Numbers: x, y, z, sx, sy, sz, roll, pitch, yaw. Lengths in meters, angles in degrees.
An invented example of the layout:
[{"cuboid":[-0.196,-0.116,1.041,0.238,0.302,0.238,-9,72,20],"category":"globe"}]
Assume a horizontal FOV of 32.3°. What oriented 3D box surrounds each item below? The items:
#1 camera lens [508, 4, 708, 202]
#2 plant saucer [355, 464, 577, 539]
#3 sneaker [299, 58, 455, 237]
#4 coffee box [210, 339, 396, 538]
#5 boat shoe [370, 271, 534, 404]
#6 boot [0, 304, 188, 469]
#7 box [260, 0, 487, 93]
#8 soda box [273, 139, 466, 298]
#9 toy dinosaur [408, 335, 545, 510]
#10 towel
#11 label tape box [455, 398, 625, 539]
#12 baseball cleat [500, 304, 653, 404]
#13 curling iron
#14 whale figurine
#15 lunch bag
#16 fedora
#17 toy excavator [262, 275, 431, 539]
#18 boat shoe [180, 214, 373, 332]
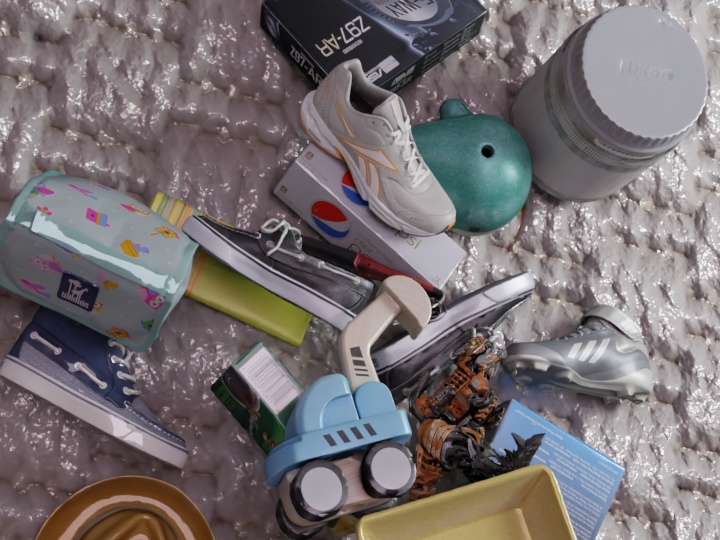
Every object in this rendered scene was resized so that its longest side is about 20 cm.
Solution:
[{"cuboid":[0.259,-0.173,1.332,0.157,0.200,0.163,4,74,-14],"category":"camera lens"},{"cuboid":[0.107,0.294,1.092,0.197,0.049,0.203,-12,73,-19],"category":"plant saucer"},{"cuboid":[0.027,-0.122,1.240,0.200,0.092,0.076,45,45,2],"category":"sneaker"},{"cuboid":[-0.057,0.165,1.194,0.044,0.123,0.201,-40,90,-22],"category":"coffee box"},{"cuboid":[0.103,0.071,1.283,0.198,0.074,0.069,-30,91,-19],"category":"boat shoe"},{"cuboid":[-0.237,0.106,1.184,0.198,0.073,0.091,30,75,-5],"category":"boot"},{"cuboid":[0.014,-0.275,1.358,0.199,0.044,0.161,-36,74,-21],"category":"box"},{"cuboid":[0.009,-0.050,1.294,0.199,0.068,0.064,41,54,-2],"category":"soda box"},{"cuboid":[0.100,0.169,1.204,0.134,0.102,0.203,24,95,9],"category":"toy dinosaur"},{"cuboid":[-0.137,0.000,1.274,0.198,0.018,0.087,25,75,-9],"category":"towel"},{"cuboid":[0.162,0.255,1.263,0.142,0.066,0.202,31,72,-5],"category":"label tape box"},{"cuboid":[0.227,0.083,1.322,0.198,0.069,0.108,17,63,-32],"category":"baseball cleat"},{"cuboid":[0.000,0.000,1.264,0.198,0.026,0.049,28,41,21],"category":"curling iron"},{"cuboid":[0.088,-0.117,1.321,0.197,0.104,0.162,16,72,-5],"category":"whale figurine"},{"cuboid":[-0.240,-0.012,1.141,0.168,0.200,0.123,27,89,-8],"category":"lunch bag"},{"cuboid":[-0.213,0.286,1.136,0.197,0.082,0.204,4,74,-15],"category":"fedora"},{"cuboid":[-0.005,0.115,1.114,0.191,0.100,0.203,-13,71,-18],"category":"toy excavator"},{"cuboid":[-0.081,-0.014,1.228,0.197,0.074,0.069,29,86,8],"category":"boat shoe"}]
